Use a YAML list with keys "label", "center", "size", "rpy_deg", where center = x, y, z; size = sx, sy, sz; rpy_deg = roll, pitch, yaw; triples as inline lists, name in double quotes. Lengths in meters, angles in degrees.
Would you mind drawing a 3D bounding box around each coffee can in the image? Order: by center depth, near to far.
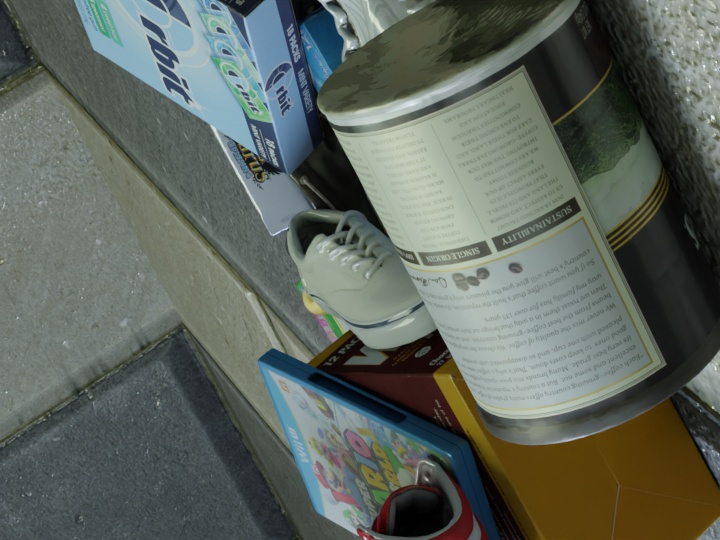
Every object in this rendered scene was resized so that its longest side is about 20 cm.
- label: "coffee can"
  center: [0.086, -0.034, 0.911]
  size: [0.201, 0.146, 0.146]
  rpy_deg: [61, 168, -20]

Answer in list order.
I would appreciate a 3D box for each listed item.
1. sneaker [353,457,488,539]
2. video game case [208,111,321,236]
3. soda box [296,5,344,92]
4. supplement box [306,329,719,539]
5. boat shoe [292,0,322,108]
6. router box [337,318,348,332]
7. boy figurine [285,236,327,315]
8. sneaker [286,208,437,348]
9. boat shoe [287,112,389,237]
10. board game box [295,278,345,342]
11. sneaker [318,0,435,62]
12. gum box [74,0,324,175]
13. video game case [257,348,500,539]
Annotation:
- label: "sneaker"
  center: [0.016, 0.173, 1.116]
  size: [0.199, 0.071, 0.113]
  rpy_deg: [0, 127, 49]
- label: "video game case"
  center: [-0.084, -0.141, 1.427]
  size: [0.182, 0.045, 0.200]
  rpy_deg: [59, -166, -13]
- label: "soda box"
  center: [0.031, -0.094, 1.190]
  size: [0.201, 0.068, 0.064]
  rpy_deg: [59, 168, -9]
- label: "supplement box"
  center: [0.096, 0.112, 1.182]
  size: [0.200, 0.133, 0.198]
  rpy_deg: [-6, 118, 60]
- label: "boat shoe"
  center: [-0.039, -0.183, 1.252]
  size: [0.201, 0.061, 0.073]
  rpy_deg: [76, 178, -54]
- label: "router box"
  center: [0.055, 0.092, 1.652]
  size: [0.201, 0.049, 0.180]
  rpy_deg: [56, 169, 7]
- label: "boy figurine"
  center: [-0.013, -0.017, 1.510]
  size: [0.064, 0.125, 0.200]
  rpy_deg: [17, -170, -19]
- label: "sneaker"
  center: [0.000, 0.000, 1.184]
  size: [0.071, 0.073, 0.200]
  rpy_deg: [54, 162, -22]
- label: "boat shoe"
  center: [-0.008, -0.025, 1.312]
  size: [0.067, 0.057, 0.201]
  rpy_deg: [40, 159, 56]
- label: "board game box"
  center: [0.010, 0.079, 1.832]
  size: [0.201, 0.040, 0.153]
  rpy_deg: [57, 169, 3]
- label: "sneaker"
  center: [0.015, -0.169, 1.085]
  size: [0.081, 0.075, 0.201]
  rpy_deg: [3, 123, 44]
- label: "gum box"
  center: [-0.122, -0.173, 1.208]
  size: [0.199, 0.045, 0.170]
  rpy_deg: [33, 157, 25]
- label: "video game case"
  center: [0.017, 0.139, 1.173]
  size: [0.199, 0.018, 0.144]
  rpy_deg: [22, 140, 47]
